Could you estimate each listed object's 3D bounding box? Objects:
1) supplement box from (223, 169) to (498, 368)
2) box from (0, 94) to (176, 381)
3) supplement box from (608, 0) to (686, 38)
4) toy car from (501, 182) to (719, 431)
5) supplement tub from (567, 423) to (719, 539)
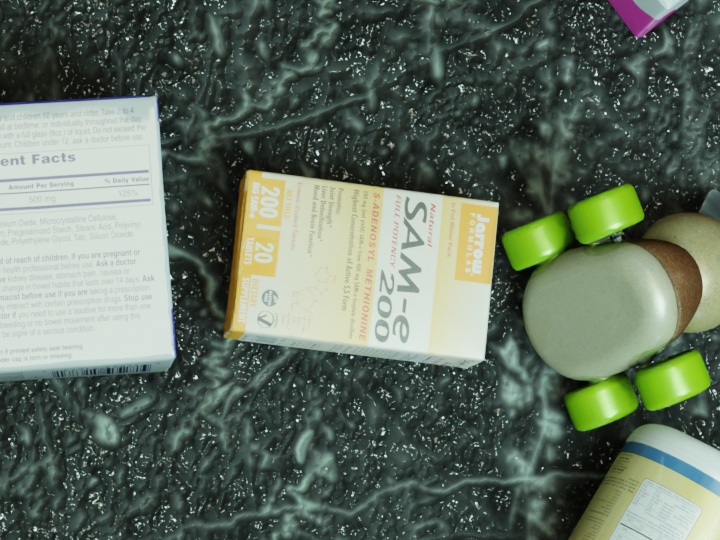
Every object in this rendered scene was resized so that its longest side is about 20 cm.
[{"bbox_3d":[0.000,0.000,1.731,0.198,0.074,0.127,6,82,-7],"label":"supplement box"},{"bbox_3d":[-0.237,-0.021,1.686,0.182,0.105,0.202,-3,84,-8],"label":"box"},{"bbox_3d":[0.277,-0.291,1.793,0.200,0.101,0.104,-39,89,-11],"label":"supplement box"},{"bbox_3d":[0.238,0.009,1.754,0.199,0.157,0.166,-21,89,-39],"label":"toy car"},{"bbox_3d":[0.222,0.234,1.694,0.144,0.145,0.201,33,80,-2],"label":"supplement tub"}]
